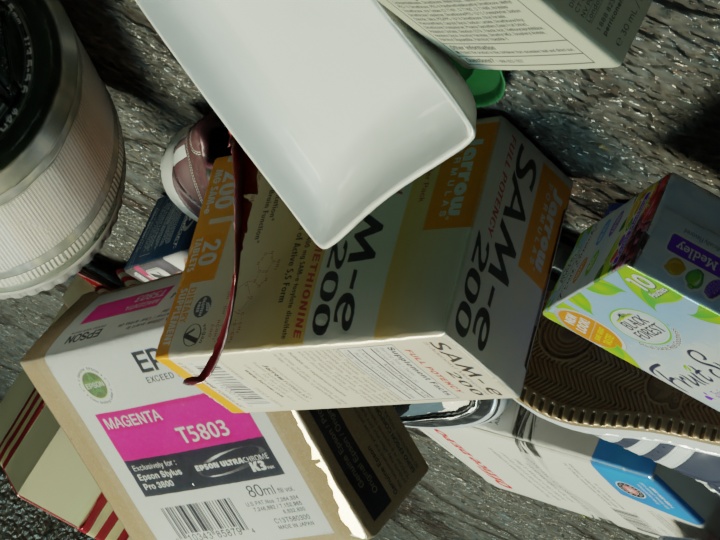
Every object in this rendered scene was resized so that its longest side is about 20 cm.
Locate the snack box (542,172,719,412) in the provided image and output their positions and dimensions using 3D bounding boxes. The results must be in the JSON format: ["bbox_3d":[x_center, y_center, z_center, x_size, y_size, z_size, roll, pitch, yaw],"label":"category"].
[{"bbox_3d":[0.194,0.036,1.121,0.199,0.053,0.142,29,165,-5],"label":"snack box"}]

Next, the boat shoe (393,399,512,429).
[{"bbox_3d":[-0.007,0.066,1.516,0.199,0.068,0.072,11,120,21],"label":"boat shoe"}]

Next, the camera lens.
[{"bbox_3d":[-0.222,-0.081,1.426,0.159,0.161,0.200,23,166,13],"label":"camera lens"}]

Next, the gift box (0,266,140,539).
[{"bbox_3d":[-0.188,0.104,2.017,0.184,0.187,0.200,32,-175,-29],"label":"gift box"}]

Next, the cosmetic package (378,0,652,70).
[{"bbox_3d":[0.013,-0.154,0.904,0.200,0.071,0.105,35,164,-32],"label":"cosmetic package"}]

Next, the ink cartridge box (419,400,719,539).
[{"bbox_3d":[0.145,0.099,1.568,0.199,0.085,0.146,15,163,38],"label":"ink cartridge box"}]

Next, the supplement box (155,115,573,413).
[{"bbox_3d":[0.000,0.000,1.294,0.199,0.127,0.073,-7,148,39],"label":"supplement box"}]

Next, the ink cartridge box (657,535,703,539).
[{"bbox_3d":[0.292,0.216,1.545,0.198,0.044,0.174,5,162,20],"label":"ink cartridge box"}]

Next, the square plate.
[{"bbox_3d":[-0.037,-0.116,1.065,0.199,0.028,0.200,54,157,-1],"label":"square plate"}]

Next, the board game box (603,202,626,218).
[{"bbox_3d":[0.218,0.020,1.225,0.134,0.045,0.200,34,164,-28],"label":"board game box"}]

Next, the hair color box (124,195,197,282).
[{"bbox_3d":[-0.077,-0.010,1.634,0.100,0.061,0.200,30,165,-15],"label":"hair color box"}]

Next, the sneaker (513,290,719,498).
[{"bbox_3d":[0.161,0.075,1.290,0.199,0.070,0.109,15,160,31],"label":"sneaker"}]

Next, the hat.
[{"bbox_3d":[-0.037,-0.045,1.175,0.165,0.177,0.200,16,163,37],"label":"hat"}]

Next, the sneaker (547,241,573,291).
[{"bbox_3d":[0.147,0.039,1.413,0.199,0.076,0.079,36,178,-12],"label":"sneaker"}]

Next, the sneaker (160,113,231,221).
[{"bbox_3d":[-0.022,-0.028,1.441,0.199,0.076,0.116,28,163,-5],"label":"sneaker"}]

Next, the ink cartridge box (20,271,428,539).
[{"bbox_3d":[-0.083,0.085,1.481,0.199,0.075,0.165,-14,114,43],"label":"ink cartridge box"}]
